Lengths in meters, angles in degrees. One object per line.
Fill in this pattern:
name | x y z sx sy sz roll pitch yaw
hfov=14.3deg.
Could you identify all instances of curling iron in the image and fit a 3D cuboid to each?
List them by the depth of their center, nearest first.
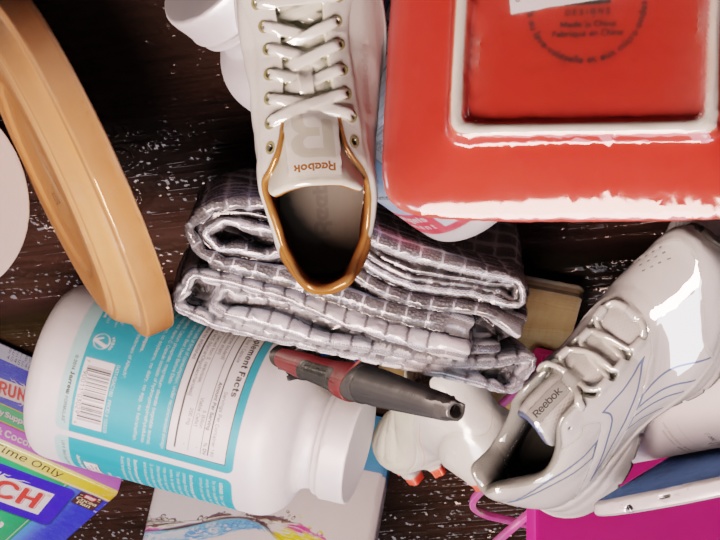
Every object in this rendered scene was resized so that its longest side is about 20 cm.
curling iron | 0.005 0.057 1.571 0.049 0.026 0.200 -13 -169 -23

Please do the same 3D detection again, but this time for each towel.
towel | 0.000 0.000 1.589 0.200 0.086 0.166 13 -174 -3

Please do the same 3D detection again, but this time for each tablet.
tablet | 0.223 0.102 1.607 0.130 0.200 0.014 -14 92 29

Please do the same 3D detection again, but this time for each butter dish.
butter dish | 0.123 -0.106 1.421 0.200 0.200 0.148 -1 165 15

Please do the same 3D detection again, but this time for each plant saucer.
plant saucer | -0.156 -0.055 1.534 0.032 0.200 0.200 -25 143 -9

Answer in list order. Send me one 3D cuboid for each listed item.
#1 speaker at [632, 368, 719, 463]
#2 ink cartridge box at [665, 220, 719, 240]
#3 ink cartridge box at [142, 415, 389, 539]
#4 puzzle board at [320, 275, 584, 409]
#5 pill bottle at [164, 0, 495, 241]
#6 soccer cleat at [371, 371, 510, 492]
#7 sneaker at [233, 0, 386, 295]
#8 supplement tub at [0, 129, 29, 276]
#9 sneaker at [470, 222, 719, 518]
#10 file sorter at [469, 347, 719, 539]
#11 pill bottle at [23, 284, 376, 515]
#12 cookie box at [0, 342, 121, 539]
speaker | 0.222 0.055 1.594 0.200 0.081 0.081 -15 137 40
ink cartridge box | 0.238 0.024 1.663 0.162 0.057 0.200 22 154 -15
ink cartridge box | -0.069 0.201 1.840 0.146 0.200 0.147 11 144 0
puzzle board | 0.026 0.034 1.746 0.200 0.017 0.151 11 145 0
pill bottle | 0.000 -0.108 1.483 0.200 0.109 0.109 34 138 -28
soccer cleat | 0.046 0.084 1.713 0.078 0.069 0.200 60 167 -7
sneaker | -0.019 -0.084 1.379 0.073 0.085 0.200 -8 107 -1
supplement tub | -0.290 -0.017 1.631 0.145 0.145 0.200 31 147 -25
sneaker | 0.134 0.060 1.558 0.087 0.075 0.200 -1 129 -51
file sorter | 0.142 0.175 1.737 0.139 0.200 0.125 14 146 -18
pill bottle | -0.095 0.083 1.741 0.200 0.111 0.111 15 145 11
cookie box | -0.267 0.125 1.895 0.171 0.075 0.200 26 140 -19
